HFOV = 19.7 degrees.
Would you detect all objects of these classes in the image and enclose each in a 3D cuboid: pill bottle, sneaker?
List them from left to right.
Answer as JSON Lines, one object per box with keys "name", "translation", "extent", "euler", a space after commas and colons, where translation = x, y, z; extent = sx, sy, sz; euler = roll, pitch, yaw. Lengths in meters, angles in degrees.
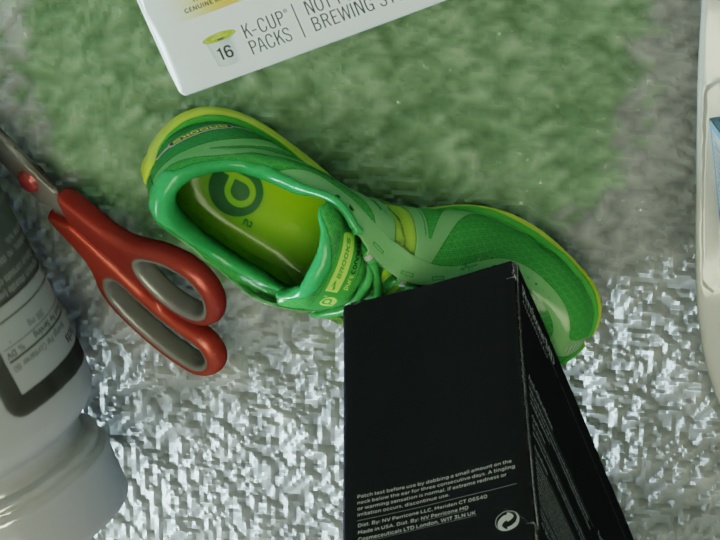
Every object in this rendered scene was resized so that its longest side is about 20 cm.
{"name": "pill bottle", "translation": [-0.183, 0.027, 0.867], "extent": [0.113, 0.114, 0.201], "euler": [-20, 107, 15]}
{"name": "sneaker", "translation": [0.000, 0.000, 0.847], "extent": [0.199, 0.084, 0.074], "euler": [21, 112, -1]}
{"name": "sneaker", "translation": [0.183, -0.031, 0.815], "extent": [0.099, 0.071, 0.201], "euler": [1, 107, 13]}

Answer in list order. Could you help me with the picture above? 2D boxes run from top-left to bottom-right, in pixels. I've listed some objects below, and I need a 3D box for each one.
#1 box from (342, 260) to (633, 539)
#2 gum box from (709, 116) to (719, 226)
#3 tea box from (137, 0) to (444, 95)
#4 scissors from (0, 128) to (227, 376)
{"name": "box", "translation": [0.060, 0.119, 0.819], "extent": [0.078, 0.142, 0.200], "euler": [-13, 132, 15]}
{"name": "gum box", "translation": [0.239, -0.001, 0.787], "extent": [0.199, 0.045, 0.171], "euler": [-15, 122, -3]}
{"name": "tea box", "translation": [-0.003, -0.198, 0.743], "extent": [0.199, 0.134, 0.198], "euler": [-18, 109, 14]}
{"name": "scissors", "translation": [-0.133, -0.027, 0.888], "extent": [0.200, 0.014, 0.073], "euler": [37, 149, 9]}
